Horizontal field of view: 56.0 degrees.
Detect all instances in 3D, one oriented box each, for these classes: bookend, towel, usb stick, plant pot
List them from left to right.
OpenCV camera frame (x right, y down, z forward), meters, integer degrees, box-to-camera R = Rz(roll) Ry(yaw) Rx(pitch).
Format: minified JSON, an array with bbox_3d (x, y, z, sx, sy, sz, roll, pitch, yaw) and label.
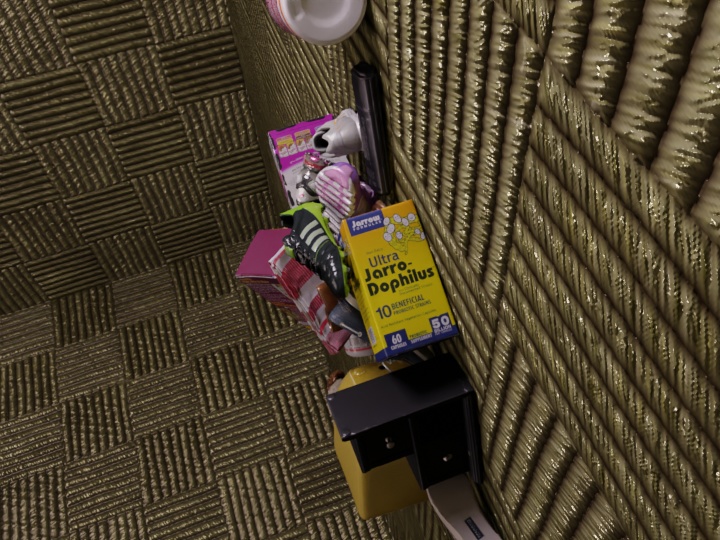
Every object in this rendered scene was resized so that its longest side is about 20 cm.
[{"bbox_3d":[-0.057,0.022,1.148,0.023,0.144,0.201,-11,120,45],"label":"towel"},{"bbox_3d":[0.018,-0.203,0.991,0.056,0.032,0.201,-129,23,-50],"label":"usb stick"},{"bbox_3d":[0.057,0.267,1.179,0.196,0.193,0.202,-123,22,-58],"label":"plant pot"},{"bbox_3d":[0.070,0.253,1.010,0.092,0.198,0.200,-121,17,-56],"label":"bookend"}]

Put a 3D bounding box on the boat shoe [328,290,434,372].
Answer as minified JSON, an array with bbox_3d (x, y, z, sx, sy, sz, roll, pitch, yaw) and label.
[{"bbox_3d":[0.039,0.109,1.069,0.199,0.062,0.075,36,-170,-23],"label":"boat shoe"}]

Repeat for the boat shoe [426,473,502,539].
[{"bbox_3d":[0.165,0.407,1.085,0.093,0.074,0.201,85,158,-52],"label":"boat shoe"}]

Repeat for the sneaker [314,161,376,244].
[{"bbox_3d":[-0.015,-0.116,1.081,0.080,0.088,0.201,44,162,19],"label":"sneaker"}]

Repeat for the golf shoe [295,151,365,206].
[{"bbox_3d":[-0.057,-0.142,1.164,0.072,0.093,0.200,26,-171,22],"label":"golf shoe"}]

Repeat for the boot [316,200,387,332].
[{"bbox_3d":[0.000,0.000,1.088,0.074,0.153,0.202,-132,26,-69],"label":"boot"}]

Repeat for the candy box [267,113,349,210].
[{"bbox_3d":[-0.087,-0.187,1.323,0.061,0.135,0.202,114,138,-78],"label":"candy box"}]

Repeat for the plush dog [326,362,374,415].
[{"bbox_3d":[0.012,0.280,1.487,0.161,0.170,0.201,85,165,-53],"label":"plush dog"}]

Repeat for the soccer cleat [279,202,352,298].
[{"bbox_3d":[-0.067,-0.026,0.993,0.201,0.080,0.068,-115,12,-45],"label":"soccer cleat"}]

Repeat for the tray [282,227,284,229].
[{"bbox_3d":[-0.046,-0.027,1.258,0.199,0.037,0.099,16,153,24],"label":"tray"}]

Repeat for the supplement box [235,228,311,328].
[{"bbox_3d":[-0.102,0.020,1.224,0.130,0.104,0.200,2,150,47],"label":"supplement box"}]

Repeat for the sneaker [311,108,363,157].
[{"bbox_3d":[-0.041,-0.222,1.117,0.200,0.091,0.076,-148,41,-76],"label":"sneaker"}]

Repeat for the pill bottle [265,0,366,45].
[{"bbox_3d":[-0.070,-0.378,0.933,0.200,0.113,0.115,-126,20,-61],"label":"pill bottle"}]

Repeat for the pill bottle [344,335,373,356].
[{"bbox_3d":[-0.003,0.064,1.373,0.109,0.108,0.202,-147,41,-76],"label":"pill bottle"}]

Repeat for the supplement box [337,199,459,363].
[{"bbox_3d":[0.049,0.019,0.974,0.110,0.108,0.202,117,135,-77],"label":"supplement box"}]
